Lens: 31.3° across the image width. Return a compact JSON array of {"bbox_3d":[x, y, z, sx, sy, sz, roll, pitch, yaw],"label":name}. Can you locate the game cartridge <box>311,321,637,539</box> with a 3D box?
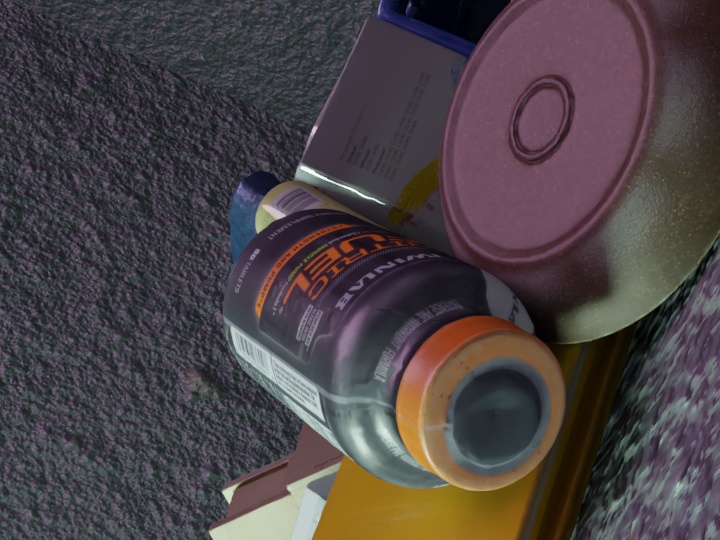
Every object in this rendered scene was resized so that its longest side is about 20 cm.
[{"bbox_3d":[0.052,0.089,0.665,0.200,0.032,0.176,-24,38,58],"label":"game cartridge"}]

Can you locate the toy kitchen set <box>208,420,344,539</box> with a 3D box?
[{"bbox_3d":[0.010,0.209,1.095,0.200,0.181,0.163,-26,15,12],"label":"toy kitchen set"}]

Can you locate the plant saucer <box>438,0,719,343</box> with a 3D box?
[{"bbox_3d":[0.096,-0.067,0.606,0.200,0.037,0.201,-27,55,48],"label":"plant saucer"}]

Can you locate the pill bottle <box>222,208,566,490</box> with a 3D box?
[{"bbox_3d":[0.015,0.038,0.613,0.200,0.106,0.106,26,93,61],"label":"pill bottle"}]

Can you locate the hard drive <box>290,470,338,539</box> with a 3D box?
[{"bbox_3d":[-0.018,0.234,0.955,0.132,0.027,0.200,-12,-56,-53],"label":"hard drive"}]

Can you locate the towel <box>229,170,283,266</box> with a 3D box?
[{"bbox_3d":[-0.022,0.022,0.911,0.049,0.200,0.112,-33,-31,-22],"label":"towel"}]

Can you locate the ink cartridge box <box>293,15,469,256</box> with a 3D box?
[{"bbox_3d":[0.058,-0.066,0.983,0.147,0.200,0.146,116,178,-66],"label":"ink cartridge box"}]

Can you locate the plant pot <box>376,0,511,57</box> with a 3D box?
[{"bbox_3d":[0.139,-0.241,1.127,0.180,0.200,0.200,73,-140,-81],"label":"plant pot"}]

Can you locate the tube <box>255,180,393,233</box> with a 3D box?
[{"bbox_3d":[0.000,0.000,0.781,0.200,0.052,0.058,35,135,53],"label":"tube"}]
